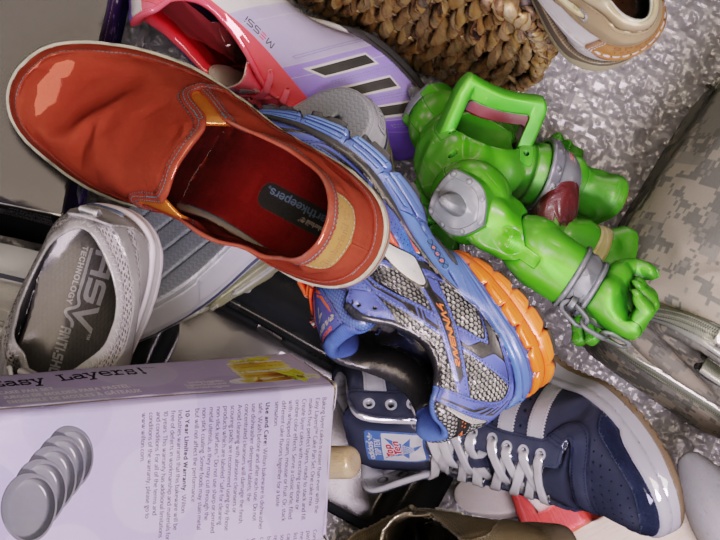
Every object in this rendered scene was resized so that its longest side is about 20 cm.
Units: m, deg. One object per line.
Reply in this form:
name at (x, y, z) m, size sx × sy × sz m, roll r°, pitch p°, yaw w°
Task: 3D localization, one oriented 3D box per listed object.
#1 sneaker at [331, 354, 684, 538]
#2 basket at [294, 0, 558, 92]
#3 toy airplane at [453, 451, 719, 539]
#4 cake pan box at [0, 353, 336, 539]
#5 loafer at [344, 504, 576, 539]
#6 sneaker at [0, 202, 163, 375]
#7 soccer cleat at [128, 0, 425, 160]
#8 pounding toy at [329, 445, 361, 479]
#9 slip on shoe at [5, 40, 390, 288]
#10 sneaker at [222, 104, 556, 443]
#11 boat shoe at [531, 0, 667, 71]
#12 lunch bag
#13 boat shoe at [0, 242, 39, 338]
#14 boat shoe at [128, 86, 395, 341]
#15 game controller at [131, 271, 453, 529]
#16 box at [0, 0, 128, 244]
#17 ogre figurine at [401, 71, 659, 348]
sneaker at (0.063, 0.086, 1.028) m, size 0.108 × 0.200 × 0.070 m, roll -26°, pitch 130°, yaw -21°
basket at (0.064, -0.189, 1.074) m, size 0.142 × 0.200 × 0.150 m, roll 28°, pitch 81°, yaw -3°
toy airplane at (0.119, 0.167, 1.074) m, size 0.198 × 0.141 × 0.201 m, roll 16°, pitch 98°, yaw 15°
cake pan box at (-0.104, 0.141, 0.884) m, size 0.183 × 0.052 × 0.201 m, roll -4°, pitch 107°, yaw -26°
loafer at (0.030, 0.150, 1.040) m, size 0.067 × 0.200 × 0.076 m, roll 17°, pitch 68°, yaw -29°
sneaker at (-0.142, 0.062, 0.912) m, size 0.074 × 0.082 × 0.201 m, roll 9°, pitch 82°, yaw 8°
soccer cleat at (-0.040, -0.106, 1.091) m, size 0.200 × 0.068 × 0.073 m, roll 37°, pitch 49°, yaw -27°
pounding toy at (-0.120, 0.122, 1.020) m, size 0.183 × 0.200 × 0.143 m, roll 23°, pitch 81°, yaw -5°
slip on shoe at (-0.079, -0.053, 0.948) m, size 0.199 × 0.061 × 0.074 m, roll 28°, pitch 93°, yaw 19°
sneaker at (0.000, 0.000, 0.980) m, size 0.200 × 0.075 × 0.078 m, roll 41°, pitch 60°, yaw 8°
boat shoe at (0.078, -0.186, 0.941) m, size 0.075 × 0.068 × 0.200 m, roll -35°, pitch 91°, yaw -8°
lunch bag at (0.218, -0.020, 1.094) m, size 0.139 × 0.168 × 0.201 m, roll 34°, pitch 81°, yaw -3°
boat shoe at (-0.241, 0.018, 1.084) m, size 0.201 × 0.075 × 0.087 m, roll 13°, pitch 85°, yaw -16°
boat shoe at (-0.065, -0.014, 1.070) m, size 0.199 × 0.062 × 0.072 m, roll -33°, pitch 49°, yaw -1°
game controller at (-0.034, 0.061, 1.124) m, size 0.199 × 0.042 × 0.105 m, roll 29°, pitch 96°, yaw -3°
box at (-0.163, -0.121, 1.068) m, size 0.078 × 0.141 × 0.201 m, roll 12°, pitch 83°, yaw -6°
ogre figurine at (0.080, -0.040, 1.061) m, size 0.119 × 0.098 × 0.201 m, roll 28°, pitch 40°, yaw -18°
